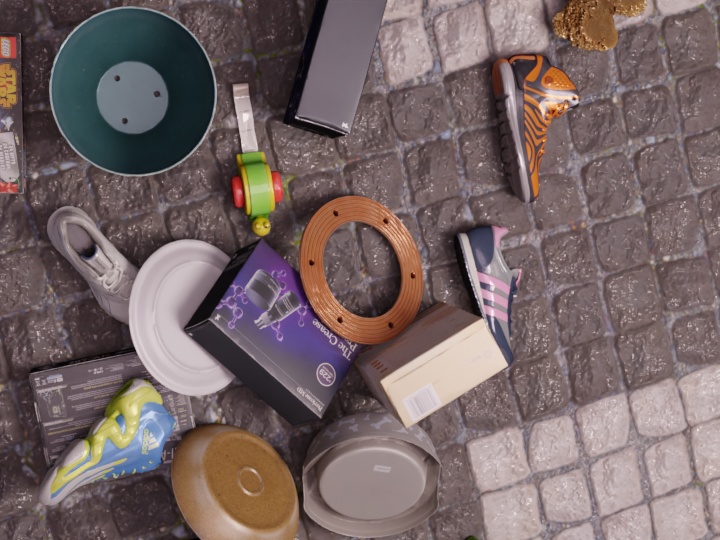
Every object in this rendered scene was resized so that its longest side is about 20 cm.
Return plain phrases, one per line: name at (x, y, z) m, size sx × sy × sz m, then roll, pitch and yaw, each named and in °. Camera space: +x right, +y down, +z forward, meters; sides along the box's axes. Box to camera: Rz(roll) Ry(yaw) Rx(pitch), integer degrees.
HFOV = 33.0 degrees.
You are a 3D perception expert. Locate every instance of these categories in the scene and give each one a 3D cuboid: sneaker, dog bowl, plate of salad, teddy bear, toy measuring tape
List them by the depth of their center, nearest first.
sneaker at (-0.312, 0.239, 1.537) m, size 0.105 × 0.076 × 0.200 m, roll 43°, pitch 85°, yaw -12°
sneaker at (-0.326, 0.004, 1.554) m, size 0.075 × 0.087 × 0.200 m, roll -46°, pitch 103°, yaw -7°
plate of salad at (-0.220, 0.061, 1.575) m, size 0.199 × 0.048 × 0.203 m, roll 8°, pitch 78°, yaw -42°
toy measuring tape at (-0.141, -0.145, 1.588) m, size 0.073 × 0.074 × 0.202 m, roll -8°, pitch 97°, yaw -11°
dog bowl at (0.015, 0.269, 1.616) m, size 0.198 × 0.059 × 0.202 m, roll -2°, pitch 130°, yaw -3°
sneaker at (0.250, -0.197, 1.659) m, size 0.111 × 0.078 × 0.202 m, roll -9°, pitch 97°, yaw -10°
sneaker at (0.193, 0.035, 1.671) m, size 0.081 × 0.070 × 0.202 m, roll -18°, pitch 100°, yaw -7°
teddy bear at (0.326, -0.397, 1.672) m, size 0.143 × 0.067 × 0.203 m, roll 0°, pitch 88°, yaw -21°

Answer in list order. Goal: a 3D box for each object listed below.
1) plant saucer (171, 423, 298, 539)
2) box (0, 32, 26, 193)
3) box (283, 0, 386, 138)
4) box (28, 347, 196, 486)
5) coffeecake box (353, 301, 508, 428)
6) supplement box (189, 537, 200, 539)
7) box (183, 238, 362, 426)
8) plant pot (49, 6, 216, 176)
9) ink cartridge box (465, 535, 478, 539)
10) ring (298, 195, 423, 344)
plant saucer at (-0.150, 0.278, 1.566) m, size 0.200 × 0.201 × 0.035 m, roll 40°, pitch 124°, yaw -12°
box at (-0.492, -0.197, 1.526) m, size 0.135 × 0.040 × 0.203 m, roll 0°, pitch 95°, yaw -10°
box at (-0.031, -0.278, 1.555) m, size 0.078 × 0.141 × 0.202 m, roll 15°, pitch 91°, yaw -13°
box at (-0.320, 0.189, 1.593) m, size 0.198 × 0.044 × 0.162 m, roll -12°, pitch 97°, yaw -10°
coffeecake box at (0.085, 0.118, 1.590) m, size 0.153 × 0.200 × 0.074 m, roll -31°, pitch 100°, yaw -7°
supplement box at (-0.157, 0.454, 1.615) m, size 0.108 × 0.109 × 0.202 m, roll -15°, pitch 98°, yaw -10°
box at (-0.107, 0.082, 1.573) m, size 0.200 × 0.079 × 0.142 m, roll 43°, pitch 59°, yaw -18°
plant pot at (-0.284, -0.219, 1.518) m, size 0.198 × 0.135 × 0.203 m, roll -1°, pitch 95°, yaw -12°
ink cartridge box at (0.128, 0.495, 1.694) m, size 0.199 × 0.076 × 0.148 m, roll -36°, pitch 101°, yaw -8°
ring at (0.000, 0.000, 1.614) m, size 0.199 × 0.019 × 0.203 m, roll 11°, pitch 71°, yaw -34°
